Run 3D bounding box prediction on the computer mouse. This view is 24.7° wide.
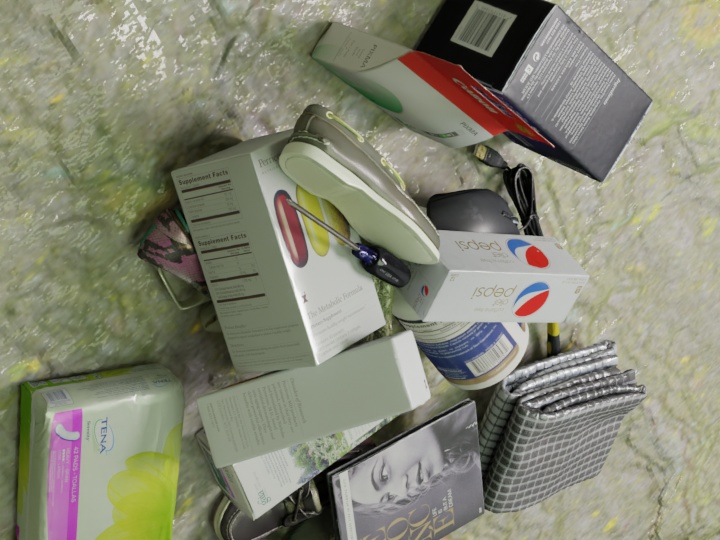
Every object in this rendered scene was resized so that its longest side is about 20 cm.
[{"bbox_3d":[0.137,-0.075,1.706,0.199,0.046,0.142,11,60,-48],"label":"computer mouse"}]

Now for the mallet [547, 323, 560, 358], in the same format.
[{"bbox_3d":[0.228,0.069,1.888,0.041,0.066,0.202,-29,126,-26],"label":"mallet"}]

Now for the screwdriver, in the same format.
[{"bbox_3d":[-0.015,-0.025,1.480,0.199,0.029,0.028,29,56,-48],"label":"screwdriver"}]

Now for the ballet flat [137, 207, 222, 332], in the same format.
[{"bbox_3d":[-0.142,0.017,1.581,0.071,0.069,0.200,-41,129,8],"label":"ballet flat"}]

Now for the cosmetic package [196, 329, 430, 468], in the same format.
[{"bbox_3d":[-0.042,0.120,1.545,0.198,0.101,0.072,-17,88,12],"label":"cosmetic package"}]

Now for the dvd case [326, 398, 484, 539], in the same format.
[{"bbox_3d":[0.053,0.243,1.778,0.199,0.016,0.150,-24,121,-30],"label":"dvd case"}]

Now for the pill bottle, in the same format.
[{"bbox_3d":[0.088,0.027,1.727,0.111,0.111,0.200,-47,129,-11],"label":"pill bottle"}]

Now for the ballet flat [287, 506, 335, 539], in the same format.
[{"bbox_3d":[0.013,0.282,1.817,0.198,0.064,0.068,-17,120,-31],"label":"ballet flat"}]

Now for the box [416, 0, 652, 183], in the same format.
[{"bbox_3d":[0.178,-0.195,1.673,0.199,0.148,0.105,34,88,-42],"label":"box"}]

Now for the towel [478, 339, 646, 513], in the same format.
[{"bbox_3d":[0.227,0.186,1.904,0.198,0.086,0.167,-13,134,-34],"label":"towel"}]

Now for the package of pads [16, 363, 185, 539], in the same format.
[{"bbox_3d":[-0.247,0.195,1.569,0.153,0.068,0.202,-8,115,-35],"label":"package of pads"}]

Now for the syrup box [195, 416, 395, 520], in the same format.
[{"bbox_3d":[-0.062,0.157,1.688,0.199,0.081,0.079,-34,126,-19],"label":"syrup box"}]

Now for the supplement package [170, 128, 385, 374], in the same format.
[{"bbox_3d":[-0.075,-0.020,1.520,0.113,0.109,0.202,-29,105,-47],"label":"supplement package"}]

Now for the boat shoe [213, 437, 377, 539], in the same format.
[{"bbox_3d":[-0.063,0.230,1.732,0.199,0.065,0.073,-29,125,-25],"label":"boat shoe"}]

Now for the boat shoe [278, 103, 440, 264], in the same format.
[{"bbox_3d":[0.010,-0.074,1.489,0.201,0.072,0.061,38,59,-36],"label":"boat shoe"}]

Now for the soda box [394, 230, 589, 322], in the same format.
[{"bbox_3d":[0.130,0.007,1.624,0.198,0.068,0.064,1,127,-40],"label":"soda box"}]

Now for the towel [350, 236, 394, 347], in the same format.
[{"bbox_3d":[0.000,0.000,1.629,0.036,0.149,0.202,-2,112,-16],"label":"towel"}]

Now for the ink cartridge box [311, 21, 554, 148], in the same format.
[{"bbox_3d":[0.068,-0.162,1.566,0.160,0.199,0.050,33,89,-42],"label":"ink cartridge box"}]
